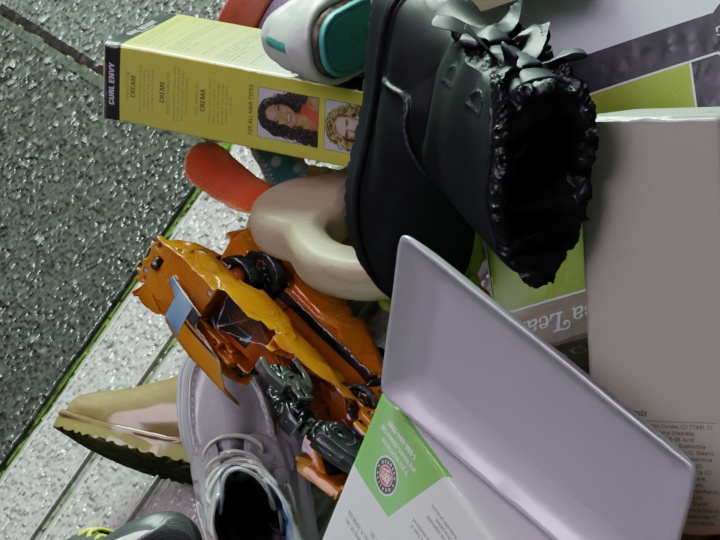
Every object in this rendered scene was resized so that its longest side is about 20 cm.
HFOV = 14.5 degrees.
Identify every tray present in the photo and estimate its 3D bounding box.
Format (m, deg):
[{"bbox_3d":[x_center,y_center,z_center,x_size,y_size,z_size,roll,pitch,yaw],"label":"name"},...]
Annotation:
[{"bbox_3d":[0.086,0.072,1.356,0.022,0.108,0.200,-26,50,-34],"label":"tray"}]

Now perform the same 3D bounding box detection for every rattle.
[{"bbox_3d":[0.000,0.000,1.624,0.199,0.143,0.131,6,52,32],"label":"rattle"}]

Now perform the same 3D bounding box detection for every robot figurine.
[{"bbox_3d":[-0.032,0.054,1.609,0.200,0.145,0.058,46,119,22],"label":"robot figurine"}]

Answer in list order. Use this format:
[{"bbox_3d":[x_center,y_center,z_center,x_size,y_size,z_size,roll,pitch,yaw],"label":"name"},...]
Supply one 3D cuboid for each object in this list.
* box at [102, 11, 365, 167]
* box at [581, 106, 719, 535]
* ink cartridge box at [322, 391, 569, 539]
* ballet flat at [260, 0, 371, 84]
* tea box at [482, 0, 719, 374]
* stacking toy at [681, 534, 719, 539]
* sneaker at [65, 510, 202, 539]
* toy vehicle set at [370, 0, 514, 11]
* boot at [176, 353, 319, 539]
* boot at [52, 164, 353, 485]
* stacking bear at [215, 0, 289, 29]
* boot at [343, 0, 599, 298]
[{"bbox_3d":[-0.044,-0.101,1.618,0.199,0.075,0.050,11,113,22],"label":"box"},{"bbox_3d":[0.156,0.023,1.365,0.082,0.068,0.201,2,98,32],"label":"box"},{"bbox_3d":[0.040,0.185,1.459,0.146,0.084,0.201,52,129,47],"label":"ink cartridge box"},{"bbox_3d":[0.022,-0.151,1.606,0.069,0.199,0.070,20,119,40],"label":"ballet flat"},{"bbox_3d":[0.176,-0.056,1.487,0.199,0.133,0.198,-16,70,32],"label":"tea box"},{"bbox_3d":[0.177,0.172,1.386,0.146,0.146,0.200,-53,31,0],"label":"stacking toy"},{"bbox_3d":[-0.153,0.180,1.659,0.200,0.074,0.085,-43,31,44],"label":"sneaker"},{"bbox_3d":[0.110,-0.178,1.545,0.124,0.027,0.200,-14,10,41],"label":"toy vehicle set"},{"bbox_3d":[-0.061,0.118,1.597,0.073,0.096,0.201,-18,70,-2],"label":"boot"},{"bbox_3d":[-0.080,0.031,1.732,0.174,0.066,0.201,11,71,27],"label":"boot"},{"bbox_3d":[0.017,-0.106,1.687,0.200,0.114,0.121,40,58,21],"label":"stacking bear"},{"bbox_3d":[0.057,-0.043,1.397,0.162,0.073,0.199,-133,39,-54],"label":"boot"}]
